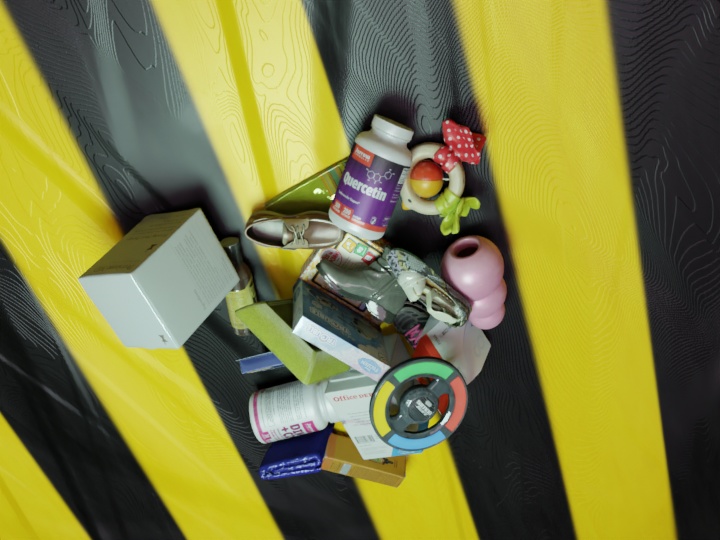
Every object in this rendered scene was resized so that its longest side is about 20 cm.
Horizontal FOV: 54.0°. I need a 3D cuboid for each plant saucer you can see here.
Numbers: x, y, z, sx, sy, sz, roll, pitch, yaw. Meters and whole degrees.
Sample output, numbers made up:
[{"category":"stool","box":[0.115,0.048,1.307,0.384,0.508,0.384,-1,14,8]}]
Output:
[{"category":"plant saucer","box":[-0.115,0.119,1.349,0.199,0.199,0.048,42,105,17]}]

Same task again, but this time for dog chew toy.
[{"category":"dog chew toy","box":[0.230,0.032,1.379,0.122,0.126,0.203,-17,127,11]}]

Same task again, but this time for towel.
[{"category":"towel","box":[-0.132,0.386,1.535,0.144,0.200,0.051,-17,101,11]},{"category":"towel","box":[-0.082,-0.135,1.344,0.196,0.018,0.087,-26,115,15]}]

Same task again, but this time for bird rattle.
[{"category":"bird rattle","box":[0.142,-0.170,1.278,0.159,0.113,0.205,4,118,18]}]

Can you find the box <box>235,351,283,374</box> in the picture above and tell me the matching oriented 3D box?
[{"category":"box","box":[-0.167,0.180,1.430,0.118,0.200,0.033,-14,82,9]}]

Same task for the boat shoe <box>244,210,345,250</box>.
[{"category":"boat shoe","box":[-0.125,-0.068,1.318,0.194,0.072,0.078,0,109,10]}]

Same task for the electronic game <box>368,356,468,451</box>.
[{"category":"electronic game","box":[0.111,0.254,1.336,0.194,0.042,0.205,-5,113,-11]}]

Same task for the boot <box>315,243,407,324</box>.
[{"category":"boot","box":[0.022,-0.001,1.348,0.197,0.068,0.132,32,103,-16]}]

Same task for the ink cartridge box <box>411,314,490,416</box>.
[{"category":"ink cartridge box","box":[0.182,0.167,1.409,0.046,0.202,0.162,-12,124,39]}]

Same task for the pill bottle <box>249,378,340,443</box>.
[{"category":"pill bottle","box":[-0.133,0.297,1.532,0.195,0.114,0.115,-16,119,10]}]

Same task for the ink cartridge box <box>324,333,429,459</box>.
[{"category":"ink cartridge box","box":[0.042,0.264,1.473,0.143,0.147,0.203,-13,122,25]}]

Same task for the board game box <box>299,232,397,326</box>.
[{"category":"board game box","box":[0.000,0.000,1.401,0.197,0.047,0.152,32,115,-16]}]

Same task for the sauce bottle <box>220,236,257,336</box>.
[{"category":"sauce bottle","box":[-0.244,0.033,1.414,0.063,0.065,0.205,-4,121,3]}]

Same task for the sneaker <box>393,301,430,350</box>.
[{"category":"sneaker","box":[0.133,0.148,1.458,0.073,0.088,0.200,-34,113,19]}]

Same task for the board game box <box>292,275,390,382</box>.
[{"category":"board game box","box":[-0.041,0.107,1.373,0.197,0.200,0.044,32,107,-17]}]

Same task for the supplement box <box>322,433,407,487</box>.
[{"category":"supplement box","box":[0.007,0.440,1.630,0.195,0.068,0.070,16,137,-6]}]

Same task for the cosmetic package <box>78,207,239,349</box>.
[{"category":"cosmetic package","box":[-0.364,0.015,1.299,0.164,0.201,0.169,-3,125,36]}]

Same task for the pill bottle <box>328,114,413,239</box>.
[{"category":"pill bottle","box":[0.023,-0.166,1.258,0.110,0.113,0.204,19,106,-10]}]

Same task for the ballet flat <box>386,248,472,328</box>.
[{"category":"ballet flat","box":[0.124,0.039,1.297,0.199,0.072,0.072,37,114,-12]}]
